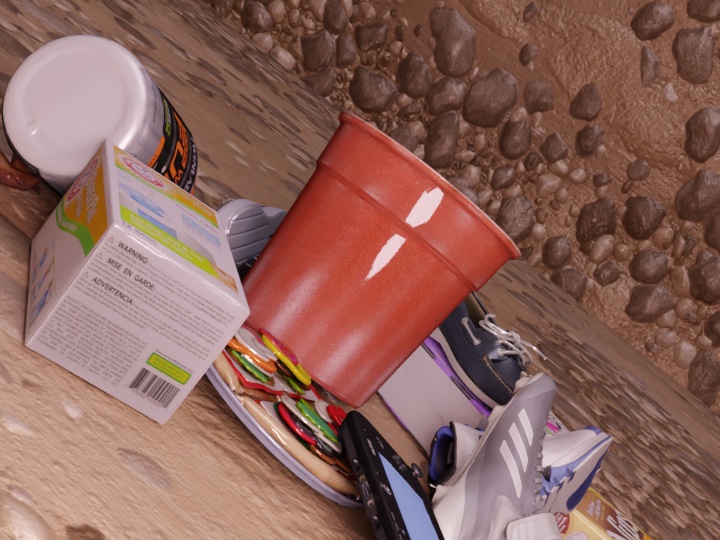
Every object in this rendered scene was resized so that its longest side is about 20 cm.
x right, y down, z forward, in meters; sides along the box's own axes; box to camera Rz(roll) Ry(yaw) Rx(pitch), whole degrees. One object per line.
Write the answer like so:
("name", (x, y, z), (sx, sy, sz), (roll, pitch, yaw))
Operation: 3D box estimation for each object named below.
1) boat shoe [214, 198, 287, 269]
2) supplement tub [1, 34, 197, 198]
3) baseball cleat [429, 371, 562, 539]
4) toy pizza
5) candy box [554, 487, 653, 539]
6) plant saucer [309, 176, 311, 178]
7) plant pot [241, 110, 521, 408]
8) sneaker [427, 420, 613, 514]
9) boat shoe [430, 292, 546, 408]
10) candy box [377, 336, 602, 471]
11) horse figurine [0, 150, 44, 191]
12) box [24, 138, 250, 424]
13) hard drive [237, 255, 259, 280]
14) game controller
("boat shoe", (-0.128, -0.039, 1.388), (0.062, 0.072, 0.200), (11, 3, 11))
("supplement tub", (-0.207, -0.104, 1.138), (0.123, 0.123, 0.200), (40, -5, 15))
("baseball cleat", (0.122, 0.167, 1.059), (0.106, 0.200, 0.070), (31, -36, 15))
("toy pizza", (-0.052, 0.096, 1.024), (0.200, 0.032, 0.200), (46, 7, -7))
("candy box", (0.247, 0.277, 1.249), (0.200, 0.055, 0.115), (41, 12, 16))
("plant saucer", (-0.001, -0.063, 1.971), (0.200, 0.031, 0.200), (35, 11, -8))
("plant pot", (0.000, 0.000, 1.183), (0.201, 0.195, 0.201), (39, -2, 1))
("sneaker", (0.124, 0.165, 1.164), (0.115, 0.081, 0.199), (35, 34, 25))
("boat shoe", (0.124, 0.077, 1.298), (0.075, 0.062, 0.200), (32, 13, -31))
("candy box", (0.118, 0.145, 1.347), (0.200, 0.072, 0.168), (27, 15, -43))
("horse figurine", (-0.329, -0.129, 1.067), (0.133, 0.050, 0.200), (64, 8, 12))
("box", (-0.161, 0.001, 0.962), (0.112, 0.101, 0.200), (34, 11, -21))
("hard drive", (-0.049, 0.036, 1.362), (0.140, 0.038, 0.200), (38, 11, 3))
("game controller", (0.033, 0.176, 0.920), (0.104, 0.042, 0.200), (61, 2, -33))
